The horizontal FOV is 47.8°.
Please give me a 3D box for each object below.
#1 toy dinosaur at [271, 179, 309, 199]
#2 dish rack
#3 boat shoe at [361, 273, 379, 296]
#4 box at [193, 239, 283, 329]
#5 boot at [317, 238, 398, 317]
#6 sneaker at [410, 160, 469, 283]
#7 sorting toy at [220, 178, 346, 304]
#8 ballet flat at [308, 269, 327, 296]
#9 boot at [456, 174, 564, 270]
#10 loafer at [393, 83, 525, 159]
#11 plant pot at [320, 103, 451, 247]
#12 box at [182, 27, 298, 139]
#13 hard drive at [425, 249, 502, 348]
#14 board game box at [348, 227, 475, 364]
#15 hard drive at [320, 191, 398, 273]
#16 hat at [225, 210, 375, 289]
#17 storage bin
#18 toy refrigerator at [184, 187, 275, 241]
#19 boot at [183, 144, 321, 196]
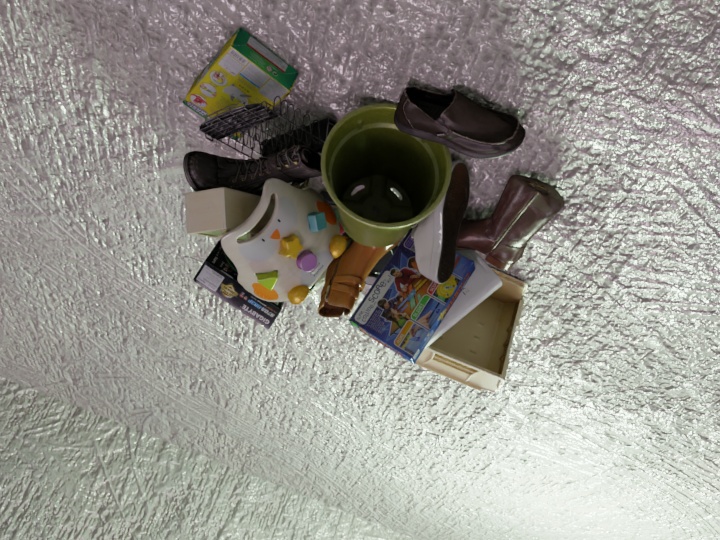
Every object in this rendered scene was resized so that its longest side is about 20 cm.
[{"bbox_3d":[-0.126,-0.129,1.437,0.199,0.102,0.058,39,-160,35],"label":"toy dinosaur"},{"bbox_3d":[-0.148,-0.223,1.279,0.152,0.055,0.199,-14,159,32],"label":"dish rack"},{"bbox_3d":[0.039,0.047,1.632,0.197,0.071,0.071,14,-173,3],"label":"boat shoe"},{"bbox_3d":[-0.209,0.014,1.483,0.158,0.200,0.046,34,104,-9],"label":"box"},{"bbox_3d":[0.000,0.000,1.446,0.073,0.156,0.199,31,148,-18],"label":"boot"},{"bbox_3d":[0.120,-0.086,1.330,0.072,0.203,0.084,-6,-157,-45],"label":"sneaker"},{"bbox_3d":[-0.130,-0.052,1.275,0.107,0.201,0.180,37,177,40],"label":"sorting toy"},{"bbox_3d":[-0.090,0.006,1.595,0.063,0.200,0.077,-15,100,13],"label":"ballet flat"},{"bbox_3d":[0.215,-0.100,1.332,0.184,0.065,0.201,24,146,-2],"label":"boot"},{"bbox_3d":[0.140,-0.218,1.174,0.197,0.074,0.072,13,150,13],"label":"loafer"},{"bbox_3d":[0.033,-0.128,1.292,0.197,0.203,0.185,19,160,3],"label":"plant pot"},{"bbox_3d":[-0.197,-0.288,1.298,0.117,0.049,0.199,34,145,-22],"label":"box"},{"bbox_3d":[0.130,0.038,1.421,0.132,0.199,0.027,50,176,27],"label":"hard drive"},{"bbox_3d":[0.089,0.041,1.395,0.134,0.201,0.035,30,166,24],"label":"board game box"},{"bbox_3d":[0.000,-0.065,1.533,0.137,0.038,0.201,10,148,18],"label":"hard drive"},{"bbox_3d":[-0.122,-0.075,1.441,0.198,0.178,0.166,6,-153,-41],"label":"hat"},{"bbox_3d":[0.196,0.095,1.503,0.196,0.202,0.094,22,152,-3],"label":"storage bin"},{"bbox_3d":[-0.194,-0.082,1.317,0.075,0.071,0.199,-6,175,23],"label":"toy refrigerator"},{"bbox_3d":[-0.158,-0.165,1.272,0.172,0.070,0.199,-13,170,32],"label":"boot"}]
